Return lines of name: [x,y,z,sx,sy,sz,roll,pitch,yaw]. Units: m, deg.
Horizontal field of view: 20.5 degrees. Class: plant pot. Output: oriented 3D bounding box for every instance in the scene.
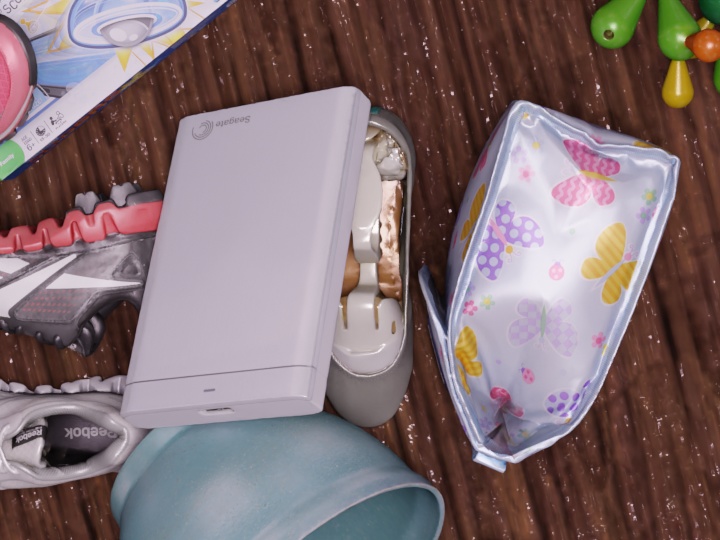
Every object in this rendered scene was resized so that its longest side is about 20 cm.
plant pot: [-0.067,0.155,1.198,0.200,0.200,0.134,-46,64,6]

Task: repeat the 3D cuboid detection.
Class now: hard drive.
hard drive: [-0.067,-0.008,1.180,0.131,0.027,0.202,-8,59,30]

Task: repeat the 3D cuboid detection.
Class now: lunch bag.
lunch bag: [0.098,0.007,1.171,0.126,0.170,0.202,18,96,1]

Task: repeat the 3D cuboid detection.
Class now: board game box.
board game box: [-0.184,-0.170,1.245,0.199,0.034,0.136,-38,91,7]

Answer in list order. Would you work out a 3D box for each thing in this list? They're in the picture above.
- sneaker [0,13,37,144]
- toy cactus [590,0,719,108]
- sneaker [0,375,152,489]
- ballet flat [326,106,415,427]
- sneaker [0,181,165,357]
sneaker: [-0.276,-0.084,1.204,0.199,0.087,0.074,-29,96,29]
toy cactus: [0.193,-0.200,1.183,0.200,0.102,0.165,44,78,-10]
sneaker: [-0.223,0.106,1.249,0.198,0.081,0.076,-9,96,6]
ballet flat: [0.000,0.000,1.231,0.067,0.064,0.202,2,95,4]
sneaker: [-0.209,0.013,1.243,0.198,0.071,0.099,-14,91,4]
